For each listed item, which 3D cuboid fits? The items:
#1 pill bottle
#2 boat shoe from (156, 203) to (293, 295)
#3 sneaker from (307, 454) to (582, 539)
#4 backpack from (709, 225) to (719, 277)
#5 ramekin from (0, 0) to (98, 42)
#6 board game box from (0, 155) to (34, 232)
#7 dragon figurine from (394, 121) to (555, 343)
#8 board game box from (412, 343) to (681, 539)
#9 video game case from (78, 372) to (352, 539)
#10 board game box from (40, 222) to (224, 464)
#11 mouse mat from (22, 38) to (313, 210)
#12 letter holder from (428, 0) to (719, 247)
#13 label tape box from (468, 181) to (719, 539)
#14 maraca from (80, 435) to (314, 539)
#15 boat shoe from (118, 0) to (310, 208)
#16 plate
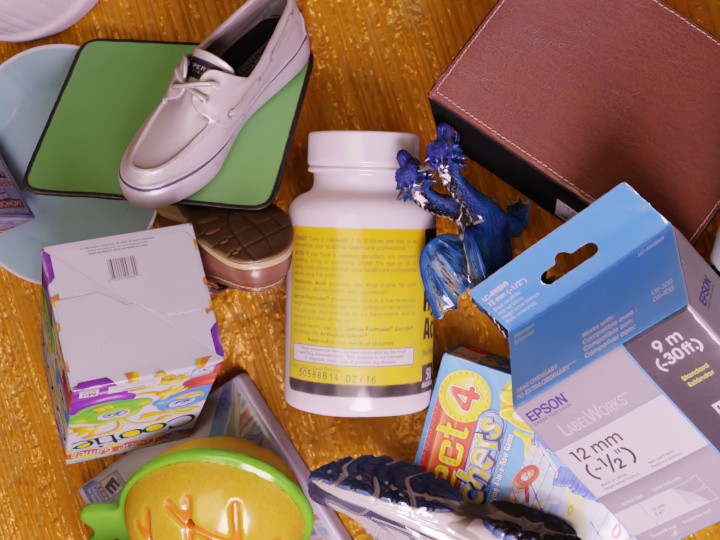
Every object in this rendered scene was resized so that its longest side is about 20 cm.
[{"bbox_3d":[0.000,0.000,0.874,0.111,0.111,0.201,2,95,18],"label":"pill bottle"},{"bbox_3d":[-0.099,-0.017,0.886,0.072,0.200,0.068,-13,111,-23],"label":"boat shoe"},{"bbox_3d":[0.049,0.195,0.832,0.199,0.077,0.086,19,103,16],"label":"sneaker"},{"bbox_3d":[0.307,-0.008,0.695,0.200,0.163,0.154,15,109,47],"label":"backpack"},{"bbox_3d":[-0.300,-0.289,0.958,0.199,0.105,0.201,1,94,18],"label":"ramekin"},{"bbox_3d":[-0.373,-0.071,0.995,0.200,0.062,0.200,45,111,19],"label":"board game box"},{"bbox_3d":[0.080,0.000,0.823,0.059,0.099,0.201,-17,81,44],"label":"dragon figurine"},{"bbox_3d":[0.133,0.178,0.871,0.195,0.056,0.201,16,98,16],"label":"board game box"},{"bbox_3d":[-0.111,0.215,0.970,0.182,0.022,0.200,-36,82,16],"label":"video game case"},{"bbox_3d":[-0.172,0.059,0.868,0.104,0.200,0.103,-11,71,-19],"label":"board game box"},{"bbox_3d":[-0.144,-0.116,0.911,0.199,0.008,0.161,6,57,11],"label":"mouse mat"},{"bbox_3d":[0.170,-0.107,0.819,0.200,0.101,0.142,36,87,12],"label":"letter holder"},{"bbox_3d":[0.173,0.064,0.737,0.200,0.066,0.143,45,128,-9],"label":"label tape box"},{"bbox_3d":[-0.125,0.192,0.907,0.200,0.107,0.137,-28,116,31],"label":"maraca"},{"bbox_3d":[-0.108,-0.132,0.872,0.072,0.066,0.200,32,66,26],"label":"boat shoe"},{"bbox_3d":[-0.247,-0.086,0.995,0.199,0.026,0.201,1,93,18],"label":"plate"}]
